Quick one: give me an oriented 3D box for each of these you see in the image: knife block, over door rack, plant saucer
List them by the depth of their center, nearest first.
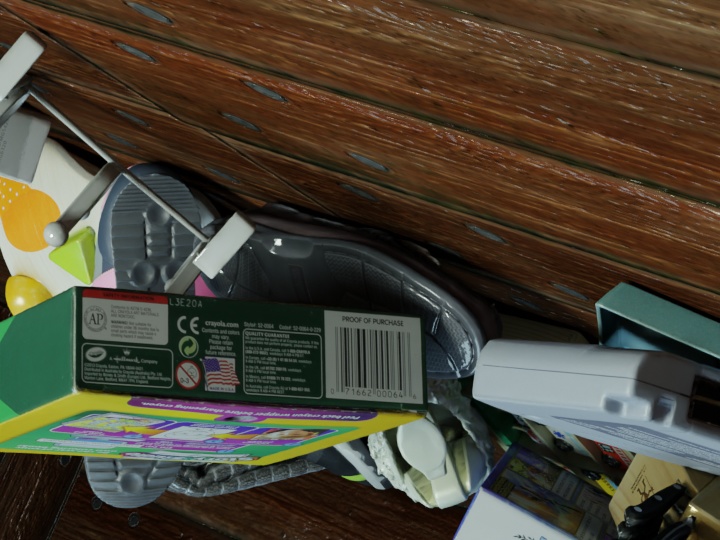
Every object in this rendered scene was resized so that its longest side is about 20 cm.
[{"bbox_3d":[0.150,0.038,1.359,0.070,0.019,0.200,23,173,9],"label":"plant saucer"},{"bbox_3d":[-0.136,-0.041,1.414,0.148,0.067,0.200,40,172,-4],"label":"over door rack"},{"bbox_3d":[0.204,0.158,1.426,0.199,0.064,0.176,13,-150,-24],"label":"knife block"}]

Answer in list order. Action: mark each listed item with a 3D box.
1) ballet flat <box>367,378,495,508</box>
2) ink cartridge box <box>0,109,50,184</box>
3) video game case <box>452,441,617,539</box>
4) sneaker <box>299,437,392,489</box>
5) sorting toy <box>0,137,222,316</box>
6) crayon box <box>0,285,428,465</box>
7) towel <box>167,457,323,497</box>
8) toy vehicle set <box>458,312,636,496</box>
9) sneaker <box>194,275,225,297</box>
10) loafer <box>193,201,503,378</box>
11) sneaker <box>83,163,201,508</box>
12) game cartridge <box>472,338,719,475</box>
[{"bbox_3d":[0.036,0.099,1.596,0.071,0.072,0.200,21,159,28],"label":"ballet flat"},{"bbox_3d":[-0.310,-0.108,1.635,0.199,0.045,0.176,19,-178,37],"label":"ink cartridge box"},{"bbox_3d":[0.145,0.167,1.547,0.180,0.046,0.200,29,-173,6],"label":"video game case"},{"bbox_3d":[-0.048,0.078,1.720,0.082,0.072,0.200,-19,140,27],"label":"sneaker"},{"bbox_3d":[-0.112,-0.007,1.743,0.199,0.108,0.179,28,153,-35],"label":"sorting toy"},{"bbox_3d":[-0.094,0.057,1.427,0.199,0.059,0.172,6,166,-31],"label":"crayon box"},{"bbox_3d":[-0.062,0.095,1.901,0.199,0.086,0.166,-13,-176,-14],"label":"towel"},{"bbox_3d":[0.118,0.087,1.619,0.124,0.027,0.200,13,155,43],"label":"toy vehicle set"},{"bbox_3d":[-0.017,0.037,1.616,0.087,0.074,0.200,-19,148,28],"label":"sneaker"},{"bbox_3d":[0.000,0.000,1.490,0.199,0.063,0.072,17,131,36],"label":"loafer"},{"bbox_3d":[-0.126,0.035,1.632,0.070,0.202,0.082,6,-167,-13],"label":"sneaker"},{"bbox_3d":[0.158,0.071,1.347,0.199,0.041,0.133,18,167,-36],"label":"game cartridge"}]
